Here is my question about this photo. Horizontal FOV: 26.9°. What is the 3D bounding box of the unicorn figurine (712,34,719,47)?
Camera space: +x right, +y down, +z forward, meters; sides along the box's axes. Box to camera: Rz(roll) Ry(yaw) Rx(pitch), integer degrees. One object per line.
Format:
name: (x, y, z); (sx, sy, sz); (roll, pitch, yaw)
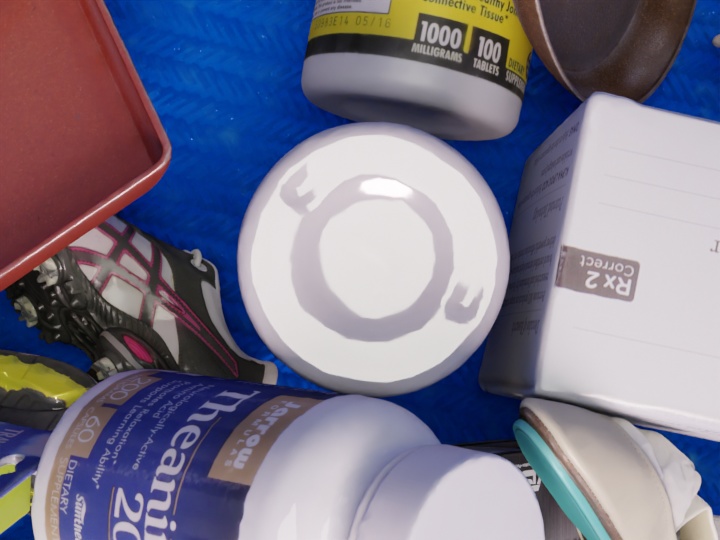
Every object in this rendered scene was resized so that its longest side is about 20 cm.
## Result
unicorn figurine: (0.294, -0.120, 0.793); (0.199, 0.074, 0.138); (-23, 98, 11)

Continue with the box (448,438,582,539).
box: (0.082, 0.158, 0.703); (0.048, 0.200, 0.159); (-2, 85, 32)

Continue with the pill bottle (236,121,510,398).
pill bottle: (0.000, 0.000, 0.702); (0.113, 0.200, 0.114); (0, 87, -4)

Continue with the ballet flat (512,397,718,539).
ballet flat: (0.120, 0.108, 0.652); (0.069, 0.200, 0.070); (-13, 45, 13)

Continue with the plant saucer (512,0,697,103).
plant saucer: (0.120, -0.178, 0.742); (0.032, 0.200, 0.201); (8, 86, 35)

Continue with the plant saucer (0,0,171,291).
plant saucer: (-0.194, -0.062, 0.726); (0.199, 0.037, 0.200); (-33, 56, 7)

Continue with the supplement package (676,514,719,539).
supplement package: (0.216, 0.229, 0.723); (0.117, 0.117, 0.201); (12, 86, -31)

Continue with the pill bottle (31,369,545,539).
pill bottle: (-0.031, 0.102, 0.599); (0.111, 0.200, 0.111); (-3, 95, -47)

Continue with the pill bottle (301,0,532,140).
pill bottle: (0.041, -0.174, 0.756); (0.112, 0.112, 0.201); (11, 87, -2)

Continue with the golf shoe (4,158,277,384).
golf shoe: (-0.126, 0.007, 0.769); (0.088, 0.077, 0.200); (-27, 79, -35)

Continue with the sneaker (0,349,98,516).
sneaker: (-0.216, 0.074, 0.751); (0.199, 0.085, 0.075); (20, 46, 18)

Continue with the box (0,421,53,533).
box: (-0.236, 0.090, 0.646); (0.199, 0.122, 0.048); (9, 105, 12)

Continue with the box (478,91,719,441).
box: (0.172, 0.014, 0.708); (0.198, 0.200, 0.131); (11, 86, -1)
